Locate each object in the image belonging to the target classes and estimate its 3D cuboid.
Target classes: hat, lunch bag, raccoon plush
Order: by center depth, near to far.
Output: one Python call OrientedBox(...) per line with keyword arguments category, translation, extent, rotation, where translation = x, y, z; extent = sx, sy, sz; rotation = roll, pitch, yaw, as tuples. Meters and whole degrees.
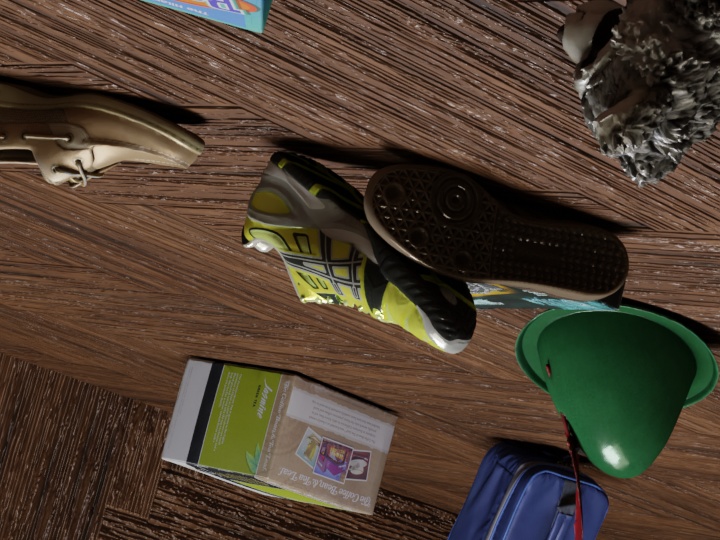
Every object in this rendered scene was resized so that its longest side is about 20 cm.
OrientedBox(category="raccoon plush", translation=(0.171, -0.095, 1.028), extent=(0.199, 0.135, 0.097), rotation=(7, 167, 40))
OrientedBox(category="hat", translation=(0.201, 0.150, 2.124), extent=(0.165, 0.177, 0.200), rotation=(-8, 143, 29))
OrientedBox(category="lunch bag", translation=(0.210, 0.310, 3.203), extent=(0.135, 0.201, 0.132), rotation=(18, -171, -30))

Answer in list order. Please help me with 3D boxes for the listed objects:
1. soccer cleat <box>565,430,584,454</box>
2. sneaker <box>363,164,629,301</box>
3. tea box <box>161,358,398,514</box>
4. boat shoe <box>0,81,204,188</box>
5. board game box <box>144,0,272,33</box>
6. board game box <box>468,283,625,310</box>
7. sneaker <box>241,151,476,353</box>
OrientedBox(category="soccer cleat", translation=(0.214, 0.086, 2.270), extent=(0.069, 0.087, 0.200), rotation=(12, 147, -3))
OrientedBox(category="sneaker", translation=(0.084, -0.019, 1.823), extent=(0.199, 0.071, 0.075), rotation=(19, 172, -19))
OrientedBox(category="tea box", translation=(-0.098, 0.204, 3.237), extent=(0.196, 0.135, 0.200), rotation=(8, 168, 43))
OrientedBox(category="boat shoe", translation=(-0.203, -0.089, 1.882), extent=(0.199, 0.065, 0.071), rotation=(11, 170, 27))
OrientedBox(category="board game box", translation=(-0.113, -0.177, 1.283), extent=(0.151, 0.045, 0.200), rotation=(15, 172, 1))
OrientedBox(category="board game box", translation=(0.092, -0.001, 2.042), extent=(0.135, 0.028, 0.200), rotation=(21, 169, -31))
OrientedBox(category="sneaker", translation=(0.000, 0.000, 1.831), extent=(0.200, 0.077, 0.075), rotation=(41, -162, 28))
